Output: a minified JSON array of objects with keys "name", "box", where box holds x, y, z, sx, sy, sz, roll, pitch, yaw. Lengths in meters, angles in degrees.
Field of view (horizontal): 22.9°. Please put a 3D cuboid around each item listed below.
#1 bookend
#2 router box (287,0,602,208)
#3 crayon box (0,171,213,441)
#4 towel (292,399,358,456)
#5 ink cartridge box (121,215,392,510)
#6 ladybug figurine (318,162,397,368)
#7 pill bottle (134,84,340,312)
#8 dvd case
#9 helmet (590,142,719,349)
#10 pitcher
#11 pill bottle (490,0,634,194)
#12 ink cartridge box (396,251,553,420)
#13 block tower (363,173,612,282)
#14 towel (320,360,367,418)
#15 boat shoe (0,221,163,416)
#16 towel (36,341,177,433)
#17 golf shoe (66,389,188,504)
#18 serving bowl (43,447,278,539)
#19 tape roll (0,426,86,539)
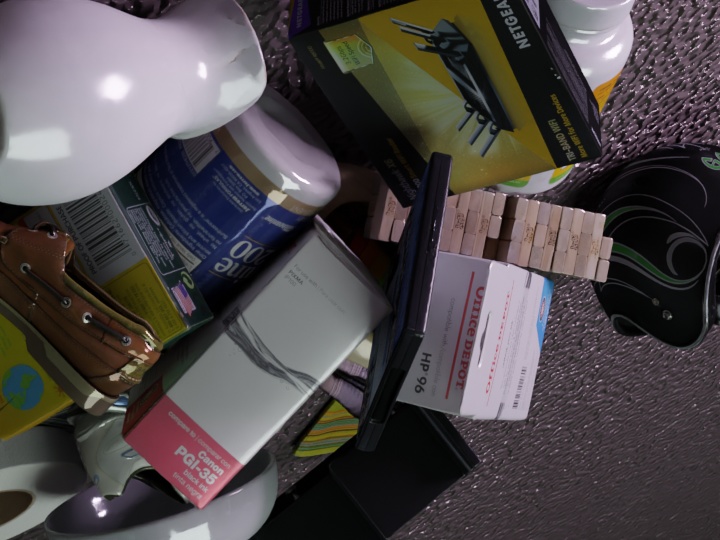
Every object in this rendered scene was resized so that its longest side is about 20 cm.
[{"name":"bookend","box":[-0.008,0.192,1.485,0.200,0.092,0.199,-39,173,-6]},{"name":"router box","box":[0.062,-0.135,1.221,0.156,0.053,0.200,-14,142,21]},{"name":"crayon box","box":[-0.216,0.028,1.218,0.199,0.128,0.051,-30,179,19]},{"name":"towel","box":[0.010,0.125,1.810,0.086,0.018,0.200,-6,144,-45]},{"name":"ink cartridge box","box":[-0.075,0.059,1.288,0.200,0.083,0.147,-46,-171,3]},{"name":"ladybug figurine","box":[0.000,0.000,1.415,0.136,0.200,0.072,-47,-160,-15]},{"name":"pill bottle","box":[-0.118,-0.033,1.263,0.200,0.111,0.111,-42,153,21]},{"name":"dvd case","box":[0.030,0.027,1.265,0.017,0.144,0.200,12,150,-4]},{"name":"helmet","box":[0.308,-0.021,1.682,0.199,0.190,0.201,-14,114,-33]},{"name":"pitcher","box":[-0.180,-0.098,1.090,0.171,0.122,0.199,-33,171,40]},{"name":"pill bottle","box":[0.138,-0.158,1.328,0.110,0.111,0.200,-19,152,-26]},{"name":"ink cartridge box","box":[0.083,0.049,1.333,0.200,0.067,0.117,16,85,-71]},{"name":"block tower","box":[0.097,-0.034,1.385,0.199,0.054,0.058,11,180,-24]},{"name":"towel","box":[0.038,0.037,1.557,0.201,0.034,0.193,-55,158,-2]},{"name":"boat shoe","box":[-0.211,-0.001,1.151,0.068,0.200,0.072,-42,-171,7]},{"name":"towel","box":[-0.226,0.087,1.408,0.192,0.035,0.200,-20,162,24]},{"name":"golf shoe","box":[-0.138,0.140,1.418,0.199,0.098,0.078,0,158,-37]},{"name":"serving bowl","box":[-0.158,0.210,1.471,0.199,0.066,0.200,-15,-172,2]},{"name":"tape roll","box":[-0.328,0.190,1.485,0.202,0.037,0.203,-21,161,-8]}]
